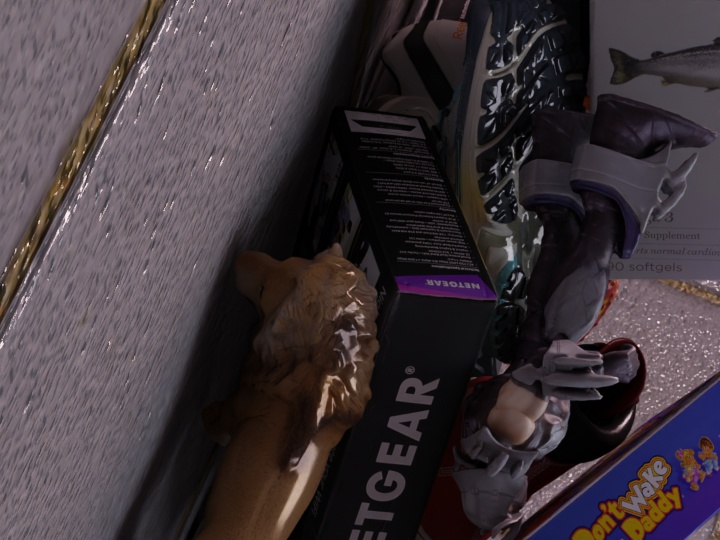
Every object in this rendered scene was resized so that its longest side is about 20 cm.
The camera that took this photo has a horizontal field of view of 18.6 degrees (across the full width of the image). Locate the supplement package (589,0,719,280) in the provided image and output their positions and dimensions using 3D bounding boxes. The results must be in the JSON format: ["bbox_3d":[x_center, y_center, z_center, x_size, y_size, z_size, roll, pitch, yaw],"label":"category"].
[{"bbox_3d":[0.167,-0.107,1.052,0.118,0.116,0.202,-74,163,-58],"label":"supplement package"}]

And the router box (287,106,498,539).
[{"bbox_3d":[-0.002,0.049,1.020,0.150,0.051,0.201,-108,-151,-53],"label":"router box"}]

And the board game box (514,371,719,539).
[{"bbox_3d":[0.104,0.122,0.998,0.199,0.045,0.135,-35,174,-30],"label":"board game box"}]

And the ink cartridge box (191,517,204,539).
[{"bbox_3d":[-0.034,0.221,1.160,0.201,0.146,0.086,105,7,-56],"label":"ink cartridge box"}]

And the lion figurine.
[{"bbox_3d":[-0.045,0.092,0.904,0.122,0.072,0.202,136,-30,-68],"label":"lion figurine"}]

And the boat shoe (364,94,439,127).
[{"bbox_3d":[0.000,0.000,1.142,0.059,0.071,0.202,37,-54,52],"label":"boat shoe"}]

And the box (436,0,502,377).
[{"bbox_3d":[0.075,-0.072,1.339,0.201,0.049,0.200,80,20,-44],"label":"box"}]

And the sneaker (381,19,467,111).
[{"bbox_3d":[0.044,-0.042,1.181,0.074,0.079,0.202,-58,154,-68],"label":"sneaker"}]

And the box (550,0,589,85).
[{"bbox_3d":[0.094,-0.199,1.064,0.137,0.037,0.201,-76,164,-50],"label":"box"}]

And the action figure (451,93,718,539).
[{"bbox_3d":[0.086,0.026,0.952,0.130,0.069,0.202,157,-47,-75],"label":"action figure"}]

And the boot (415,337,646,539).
[{"bbox_3d":[0.093,0.074,1.123,0.144,0.073,0.200,-38,-177,18],"label":"boot"}]

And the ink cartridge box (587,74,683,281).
[{"bbox_3d":[0.146,-0.128,1.224,0.200,0.040,0.202,-125,-155,-54],"label":"ink cartridge box"}]

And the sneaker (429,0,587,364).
[{"bbox_3d":[0.051,-0.050,1.052,0.077,0.086,0.202,-31,135,-37],"label":"sneaker"}]

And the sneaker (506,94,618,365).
[{"bbox_3d":[0.109,-0.027,1.261,0.077,0.072,0.201,-115,-155,-45],"label":"sneaker"}]
